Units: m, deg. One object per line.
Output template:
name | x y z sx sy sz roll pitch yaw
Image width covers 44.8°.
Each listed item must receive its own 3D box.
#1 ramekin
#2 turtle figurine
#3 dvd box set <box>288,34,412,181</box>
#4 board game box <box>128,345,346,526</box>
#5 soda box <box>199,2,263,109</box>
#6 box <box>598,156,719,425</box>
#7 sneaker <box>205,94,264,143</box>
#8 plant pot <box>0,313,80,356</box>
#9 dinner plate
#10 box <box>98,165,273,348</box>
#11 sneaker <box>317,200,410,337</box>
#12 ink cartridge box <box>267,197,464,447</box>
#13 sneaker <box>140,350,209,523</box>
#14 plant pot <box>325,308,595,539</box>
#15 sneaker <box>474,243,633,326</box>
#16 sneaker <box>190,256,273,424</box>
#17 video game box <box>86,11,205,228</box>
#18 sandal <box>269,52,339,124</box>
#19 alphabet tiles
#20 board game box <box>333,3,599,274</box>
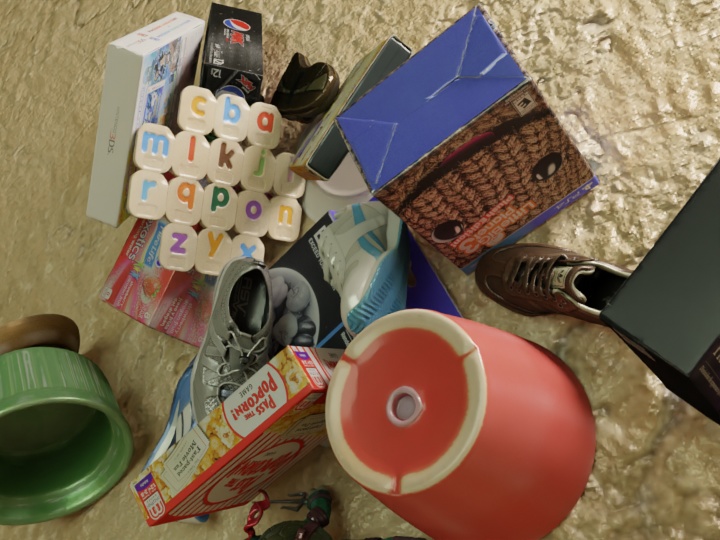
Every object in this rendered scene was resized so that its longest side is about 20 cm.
ramekin | -0.362 0.181 0.976 0.200 0.200 0.098 -42 46 10
turtle figurine | -0.042 0.272 0.792 0.198 0.101 0.152 4 72 28
dvd box set | -0.016 -0.159 0.892 0.147 0.029 0.200 -57 11 -1
board game box | -0.087 0.146 0.784 0.200 0.151 0.047 -41 68 17
soda box | -0.154 -0.252 1.046 0.201 0.070 0.064 -99 23 -53
box | 0.268 0.026 0.626 0.079 0.200 0.142 37 92 38
sneaker | -0.203 -0.178 1.118 0.198 0.077 0.090 -11 96 26
plant pot | -0.418 0.130 1.035 0.200 0.200 0.028 -44 71 9
dinner plate | 0.002 -0.140 0.982 0.198 0.024 0.203 -14 62 28
box | -0.201 -0.027 1.019 0.102 0.094 0.202 20 82 37
sneaker | 0.000 0.000 0.806 0.080 0.077 0.201 -3 27 10
ink cartridge box | -0.015 0.040 0.894 0.200 0.043 0.199 -42 53 16
sneaker | -0.162 0.172 0.928 0.081 0.074 0.202 17 85 31
plant pot | 0.074 0.127 0.725 0.198 0.177 0.203 -13 64 28
sneaker | 0.182 0.006 0.769 0.198 0.075 0.071 13 77 35
sneaker | -0.127 0.080 0.875 0.082 0.074 0.203 154 120 -71
video game box | -0.242 -0.175 0.991 0.046 0.183 0.202 17 117 1
sandal | -0.057 -0.204 1.005 0.082 0.054 0.200 -62 25 0
alphabet tiles | -0.153 -0.093 0.953 0.015 0.198 0.199 2 85 60
board game box | 0.101 -0.107 0.791 0.159 0.200 0.098 -35 57 16
